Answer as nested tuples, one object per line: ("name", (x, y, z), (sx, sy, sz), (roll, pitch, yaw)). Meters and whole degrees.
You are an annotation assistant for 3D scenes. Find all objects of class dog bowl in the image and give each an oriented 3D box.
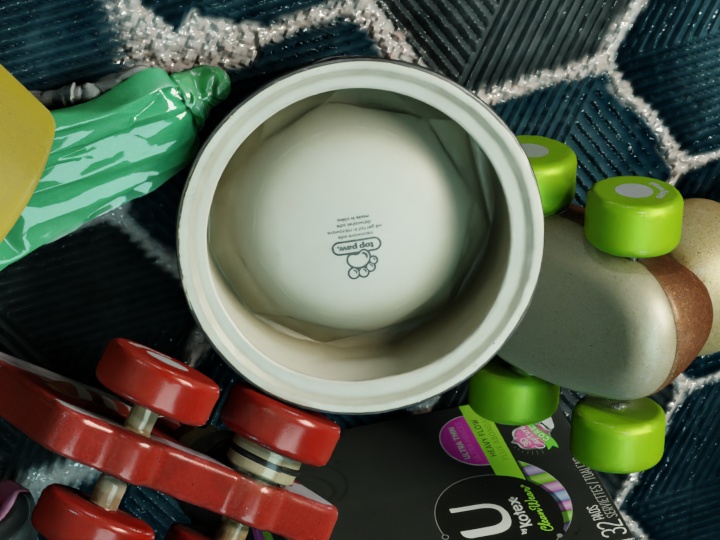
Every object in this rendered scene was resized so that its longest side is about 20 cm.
("dog bowl", (-0.003, -0.027, 1.603), (0.200, 0.074, 0.200), (-1, 107, -5))

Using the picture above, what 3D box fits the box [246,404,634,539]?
("box", (0.043, 0.177, 1.766), (0.200, 0.149, 0.124), (-11, 129, -15))

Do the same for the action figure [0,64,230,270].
("action figure", (-0.160, -0.060, 1.566), (0.200, 0.055, 0.118), (-24, 129, -5))

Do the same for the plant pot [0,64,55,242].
("plant pot", (-0.280, -0.039, 1.421), (0.200, 0.176, 0.200), (-40, 114, 10))

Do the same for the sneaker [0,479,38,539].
("sneaker", (-0.275, 0.157, 1.683), (0.200, 0.079, 0.096), (-1, 104, -23))

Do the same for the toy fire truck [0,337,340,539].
("toy fire truck", (-0.116, 0.098, 1.635), (0.200, 0.168, 0.112), (22, 94, -34))

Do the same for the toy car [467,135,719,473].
("toy car", (0.173, 0.001, 1.721), (0.200, 0.158, 0.165), (-19, 121, -41))
